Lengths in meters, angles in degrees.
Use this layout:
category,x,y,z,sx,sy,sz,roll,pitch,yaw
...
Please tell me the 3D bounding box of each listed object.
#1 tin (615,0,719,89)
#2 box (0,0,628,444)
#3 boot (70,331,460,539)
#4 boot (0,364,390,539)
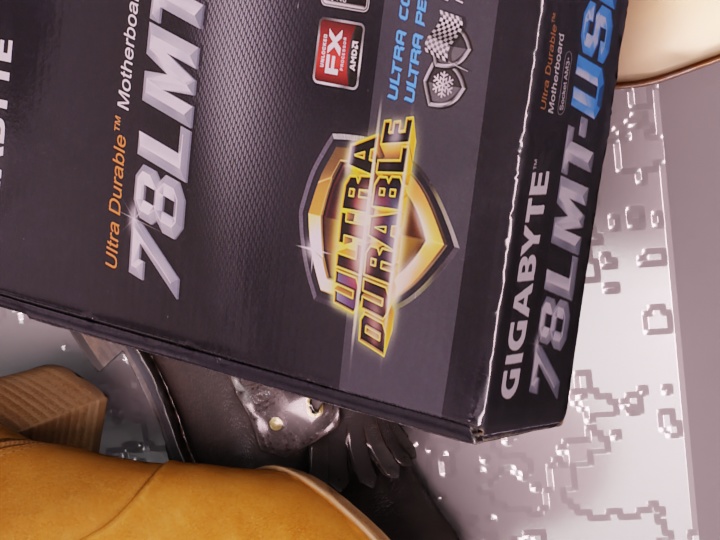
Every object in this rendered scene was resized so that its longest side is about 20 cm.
category,x,y,z,sx,sy,sz,roll,pitch,yaw
tin,0.116,-0.123,0.798,0.200,0.042,0.112,-18,90,14
box,-0.023,-0.072,0.748,0.198,0.050,0.200,14,101,34
boot,0.000,0.000,0.811,0.200,0.069,0.174,48,127,5
boot,-0.088,0.096,0.774,0.201,0.144,0.071,27,125,34
